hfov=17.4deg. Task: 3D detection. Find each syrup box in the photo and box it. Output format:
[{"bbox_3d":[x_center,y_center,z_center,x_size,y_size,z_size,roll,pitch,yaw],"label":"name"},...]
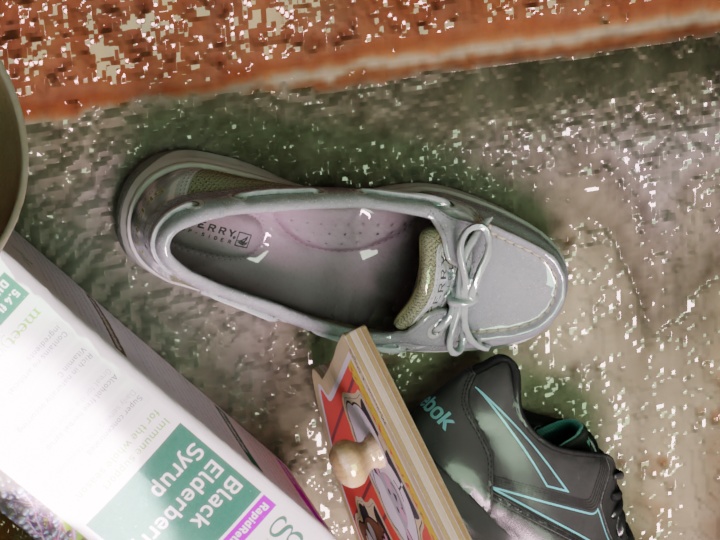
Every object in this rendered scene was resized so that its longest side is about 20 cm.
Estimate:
[{"bbox_3d":[-0.108,0.068,0.950,0.079,0.081,0.200,-46,115,1],"label":"syrup box"}]

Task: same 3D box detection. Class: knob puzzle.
[{"bbox_3d":[0.018,0.131,0.964,0.030,0.220,0.220,-24,114,-12],"label":"knob puzzle"}]

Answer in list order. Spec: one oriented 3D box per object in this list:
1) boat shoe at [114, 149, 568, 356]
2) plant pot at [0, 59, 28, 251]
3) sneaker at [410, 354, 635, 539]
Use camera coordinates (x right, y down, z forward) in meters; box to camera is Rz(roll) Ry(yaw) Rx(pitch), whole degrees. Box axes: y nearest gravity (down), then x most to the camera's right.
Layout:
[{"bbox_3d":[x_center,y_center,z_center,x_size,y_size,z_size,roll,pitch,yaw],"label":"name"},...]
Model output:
[{"bbox_3d":[0.000,-0.002,0.974,0.201,0.065,0.075,14,103,-24],"label":"boat shoe"},{"bbox_3d":[-0.233,-0.019,0.834,0.200,0.201,0.135,10,139,-23],"label":"plant pot"},{"bbox_3d":[0.095,0.118,1.044,0.079,0.075,0.200,-48,117,-2],"label":"sneaker"}]
